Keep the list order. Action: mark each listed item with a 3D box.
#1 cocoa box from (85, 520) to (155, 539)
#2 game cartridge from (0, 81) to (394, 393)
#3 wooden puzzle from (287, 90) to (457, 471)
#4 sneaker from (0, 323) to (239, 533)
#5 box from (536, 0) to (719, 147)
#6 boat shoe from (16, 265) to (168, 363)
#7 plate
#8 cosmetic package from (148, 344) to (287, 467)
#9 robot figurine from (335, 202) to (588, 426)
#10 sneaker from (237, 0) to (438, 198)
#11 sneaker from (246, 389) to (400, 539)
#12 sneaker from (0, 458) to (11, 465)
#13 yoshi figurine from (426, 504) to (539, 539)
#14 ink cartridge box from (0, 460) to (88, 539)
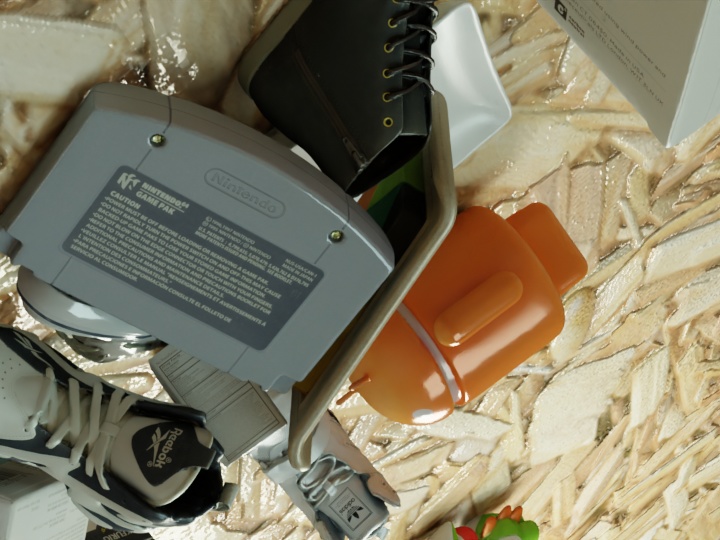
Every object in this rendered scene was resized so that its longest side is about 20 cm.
[{"bbox_3d":[-0.230,0.256,1.779,0.200,0.131,0.134,-18,150,-46],"label":"cocoa box"},{"bbox_3d":[-0.088,-0.020,1.440,0.200,0.042,0.133,28,114,-22],"label":"game cartridge"},{"bbox_3d":[0.000,0.000,1.554,0.200,0.037,0.185,-61,-170,19],"label":"wooden puzzle"},{"bbox_3d":[-0.148,0.091,1.492,0.199,0.129,0.080,49,55,-35],"label":"sneaker"},{"bbox_3d":[0.167,-0.213,1.411,0.131,0.199,0.200,-32,158,-18],"label":"box"},{"bbox_3d":[-0.146,0.026,1.535,0.067,0.074,0.200,-50,158,18],"label":"boat shoe"},{"bbox_3d":[0.000,-0.079,1.634,0.200,0.032,0.200,-39,159,-3],"label":"plate"},{"bbox_3d":[-0.090,0.076,1.634,0.051,0.083,0.200,-35,179,-3],"label":"cosmetic package"},{"bbox_3d":[0.066,0.034,1.859,0.200,0.144,0.117,-36,130,-13],"label":"robot figurine"},{"bbox_3d":[0.026,-0.139,1.449,0.075,0.106,0.200,-7,142,-55],"label":"sneaker"},{"bbox_3d":[-0.031,0.143,1.914,0.075,0.115,0.200,-40,159,0],"label":"sneaker"},{"bbox_3d":[-0.269,0.152,1.570,0.200,0.082,0.074,-10,145,-54],"label":"sneaker"},{"bbox_3d":[0.099,0.299,2.490,0.200,0.113,0.112,-22,169,-45],"label":"yoshi figurine"},{"bbox_3d":[-0.222,0.218,1.591,0.162,0.050,0.201,-15,120,-77],"label":"ink cartridge box"}]
